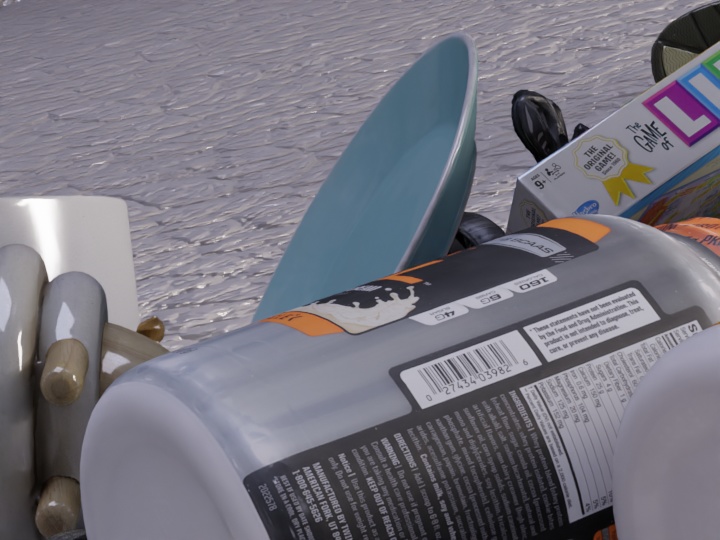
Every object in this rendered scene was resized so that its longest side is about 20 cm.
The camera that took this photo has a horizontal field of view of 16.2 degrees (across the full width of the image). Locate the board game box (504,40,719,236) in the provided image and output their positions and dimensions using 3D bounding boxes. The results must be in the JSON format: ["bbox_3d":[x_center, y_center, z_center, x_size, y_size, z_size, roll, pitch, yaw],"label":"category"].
[{"bbox_3d":[0.133,-0.034,0.937,0.200,0.135,0.034,-34,65,-25],"label":"board game box"}]

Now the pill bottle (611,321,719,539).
[{"bbox_3d":[0.171,0.041,0.659,0.200,0.117,0.116,-22,15,-35],"label":"pill bottle"}]

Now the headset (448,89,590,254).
[{"bbox_3d":[0.061,-0.014,1.040,0.123,0.094,0.200,-21,-3,-11],"label":"headset"}]

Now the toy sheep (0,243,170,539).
[{"bbox_3d":[-0.156,0.050,0.932,0.199,0.138,0.138,5,12,-2],"label":"toy sheep"}]

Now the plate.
[{"bbox_3d":[0.000,0.000,0.982,0.026,0.201,0.200,28,4,-13],"label":"plate"}]

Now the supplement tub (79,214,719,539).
[{"bbox_3d":[0.033,0.057,0.710,0.199,0.123,0.122,-18,13,-31],"label":"supplement tub"}]

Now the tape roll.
[{"bbox_3d":[-0.203,0.013,1.170,0.202,0.071,0.202,-6,-3,0],"label":"tape roll"}]

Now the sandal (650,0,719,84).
[{"bbox_3d":[0.259,-0.117,1.428,0.200,0.080,0.057,-9,-6,-14],"label":"sandal"}]

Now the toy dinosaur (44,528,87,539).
[{"bbox_3d":[-0.026,0.087,0.801,0.200,0.077,0.102,-28,-1,-30],"label":"toy dinosaur"}]
